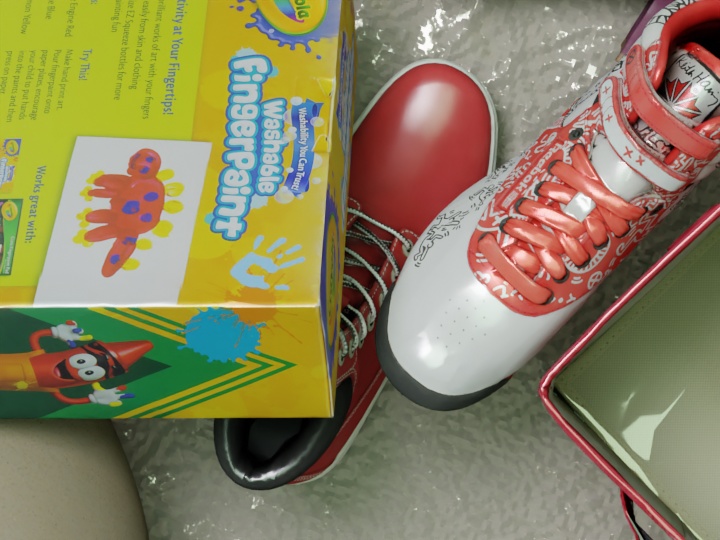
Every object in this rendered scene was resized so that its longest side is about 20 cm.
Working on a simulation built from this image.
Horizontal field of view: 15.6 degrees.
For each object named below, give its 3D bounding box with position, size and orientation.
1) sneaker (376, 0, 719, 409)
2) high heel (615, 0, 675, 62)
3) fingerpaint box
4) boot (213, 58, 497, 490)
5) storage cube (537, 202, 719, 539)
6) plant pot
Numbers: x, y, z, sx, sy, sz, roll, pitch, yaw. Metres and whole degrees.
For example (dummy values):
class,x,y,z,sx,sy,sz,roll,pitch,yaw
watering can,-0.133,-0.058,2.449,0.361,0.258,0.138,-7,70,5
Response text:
class,x,y,z,sx,sy,sz,roll,pitch,yaw
sneaker,0.089,-0.034,1.047,0.067,0.108,0.201,46,65,5
high heel,0.084,-0.160,1.138,0.200,0.067,0.096,25,112,-8
fingerpaint box,-0.089,-0.037,1.054,0.166,0.073,0.200,-1,48,4
boot,0.000,0.000,1.108,0.072,0.144,0.200,25,89,5
storage cube,0.188,0.050,1.073,0.200,0.180,0.171,-44,85,3
plant pot,-0.172,0.104,1.102,0.200,0.200,0.135,12,62,5
